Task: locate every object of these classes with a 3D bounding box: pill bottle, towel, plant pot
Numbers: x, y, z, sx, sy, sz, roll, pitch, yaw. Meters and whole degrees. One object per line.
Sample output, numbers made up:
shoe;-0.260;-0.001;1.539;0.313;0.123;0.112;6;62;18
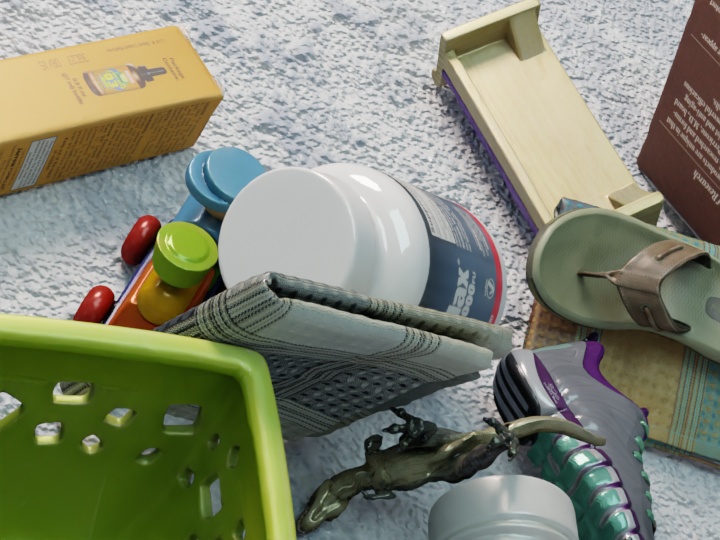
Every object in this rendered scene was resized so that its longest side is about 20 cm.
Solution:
pill bottle;0.000;0.000;1.268;0.120;0.119;0.200;57;17;22
towel;0.207;0.047;1.422;0.199;0.022;0.148;17;80;-14
pill bottle;0.086;0.224;1.193;0.114;0.115;0.201;13;49;-18
plant pot;-0.156;0.158;1.069;0.198;0.182;0.201;9;50;-23
towel;-0.039;0.058;1.182;0.199;0.192;0.035;13;62;-42

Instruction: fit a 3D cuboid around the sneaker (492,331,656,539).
sneaker;0.164;0.127;1.330;0.087;0.075;0.201;-17;67;-23

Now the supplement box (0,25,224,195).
supplement box;-0.189;-0.100;1.345;0.199;0.069;0.067;-17;64;-35

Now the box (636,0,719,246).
box;0.331;-0.116;1.515;0.165;0.201;0.164;-2;36;-26

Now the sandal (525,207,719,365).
sandal;0.204;0.010;1.383;0.200;0.057;0.080;17;81;-14

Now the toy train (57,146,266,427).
toy train;-0.120;0.020;1.247;0.084;0.116;0.200;30;45;-2

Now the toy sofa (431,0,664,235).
toy sofa;0.131;-0.086;1.506;0.082;0.098;0.201;-23;65;-14

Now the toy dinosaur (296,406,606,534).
toy dinosaur;0.054;0.107;1.247;0.198;0.088;0.048;-13;72;-5
